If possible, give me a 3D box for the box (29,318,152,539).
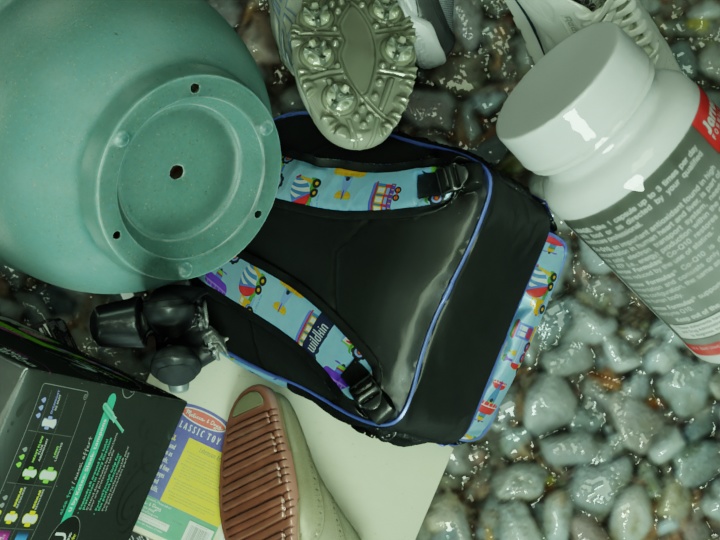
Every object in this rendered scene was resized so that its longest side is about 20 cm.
[{"bbox_3d":[-0.223,0.154,1.194,0.158,0.050,0.200,-28,87,3],"label":"box"}]

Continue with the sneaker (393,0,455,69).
[{"bbox_3d":[0.064,-0.233,1.169,0.114,0.075,0.200,-9,88,3],"label":"sneaker"}]

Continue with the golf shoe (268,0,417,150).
[{"bbox_3d":[-0.017,-0.142,1.139,0.078,0.097,0.200,-1,55,-14],"label":"golf shoe"}]

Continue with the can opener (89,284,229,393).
[{"bbox_3d":[-0.111,0.042,1.059,0.079,0.200,0.063,-17,93,-10],"label":"can opener"}]

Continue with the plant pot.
[{"bbox_3d":[-0.128,-0.070,1.050,0.200,0.134,0.200,-16,118,-31],"label":"plant pot"}]

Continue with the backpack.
[{"bbox_3d":[0.000,0.000,1.140,0.200,0.135,0.183,21,90,37],"label":"backpack"}]

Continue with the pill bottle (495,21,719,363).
[{"bbox_3d":[0.183,-0.048,1.106,0.114,0.114,0.200,-46,109,2],"label":"pill bottle"}]

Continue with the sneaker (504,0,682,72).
[{"bbox_3d":[0.143,-0.155,1.136,0.076,0.080,0.200,-47,112,-8],"label":"sneaker"}]

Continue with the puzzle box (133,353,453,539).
[{"bbox_3d":[-0.056,0.131,1.167,0.200,0.025,0.133,26,79,-5],"label":"puzzle box"}]

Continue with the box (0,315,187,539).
[{"bbox_3d":[-0.221,0.093,1.055,0.148,0.200,0.124,22,89,22],"label":"box"}]

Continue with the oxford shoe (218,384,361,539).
[{"bbox_3d":[-0.034,0.167,1.130,0.071,0.074,0.200,-24,73,47],"label":"oxford shoe"}]
